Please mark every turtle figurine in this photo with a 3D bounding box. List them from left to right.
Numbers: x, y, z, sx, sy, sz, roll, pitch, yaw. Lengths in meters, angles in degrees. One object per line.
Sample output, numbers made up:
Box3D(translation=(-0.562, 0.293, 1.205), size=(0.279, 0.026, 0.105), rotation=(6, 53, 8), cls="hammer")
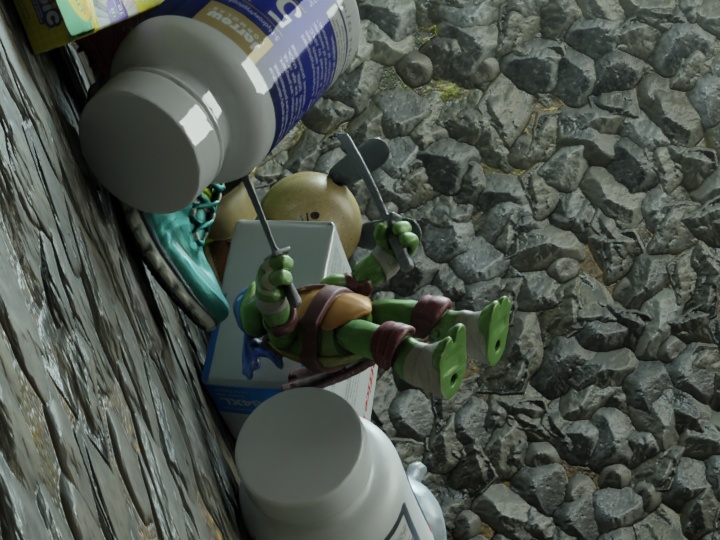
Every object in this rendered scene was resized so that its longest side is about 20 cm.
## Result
Box3D(translation=(0.000, 0.000, 1.342), size=(0.144, 0.193, 0.201), rotation=(31, 78, -63), cls="turtle figurine")

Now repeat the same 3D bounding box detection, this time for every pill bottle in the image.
Box3D(translation=(-0.094, -0.127, 1.285), size=(0.200, 0.119, 0.120), rotation=(-52, 131, -45), cls="pill bottle")
Box3D(translation=(-0.020, 0.168, 1.381), size=(0.200, 0.119, 0.120), rotation=(69, 0, -54), cls="pill bottle")

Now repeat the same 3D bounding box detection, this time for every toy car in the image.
Box3D(translation=(-0.051, -0.030, 1.707), size=(0.158, 0.199, 0.165), rotation=(-111, 180, -66), cls="toy car")

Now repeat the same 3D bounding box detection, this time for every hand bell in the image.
Box3D(translation=(-0.096, -0.023, 1.577), size=(0.200, 0.104, 0.104), rotation=(66, 2, -46), cls="hand bell")

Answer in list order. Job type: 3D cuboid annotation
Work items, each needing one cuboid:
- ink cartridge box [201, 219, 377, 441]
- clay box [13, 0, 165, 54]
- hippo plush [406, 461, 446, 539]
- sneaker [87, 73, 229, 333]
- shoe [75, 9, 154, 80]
Box3D(translation=(-0.049, 0.074, 1.536), size=(0.200, 0.084, 0.147), rotation=(71, 25, -57), cls="ink cartridge box")
Box3D(translation=(-0.183, -0.206, 1.238), size=(0.200, 0.047, 0.115), rotation=(-48, 118, -71), cls="clay box")
Box3D(translation=(0.034, 0.255, 1.578), size=(0.161, 0.199, 0.159), rotation=(59, 35, -15), cls="hippo plush")
Box3D(translation=(-0.126, -0.055, 1.338), size=(0.078, 0.079, 0.201), rotation=(68, 2, -73), cls="sneaker")
Box3D(translation=(-0.175, -0.165, 1.406), size=(0.072, 0.090, 0.201), rotation=(-95, -164, -56), cls="shoe")
